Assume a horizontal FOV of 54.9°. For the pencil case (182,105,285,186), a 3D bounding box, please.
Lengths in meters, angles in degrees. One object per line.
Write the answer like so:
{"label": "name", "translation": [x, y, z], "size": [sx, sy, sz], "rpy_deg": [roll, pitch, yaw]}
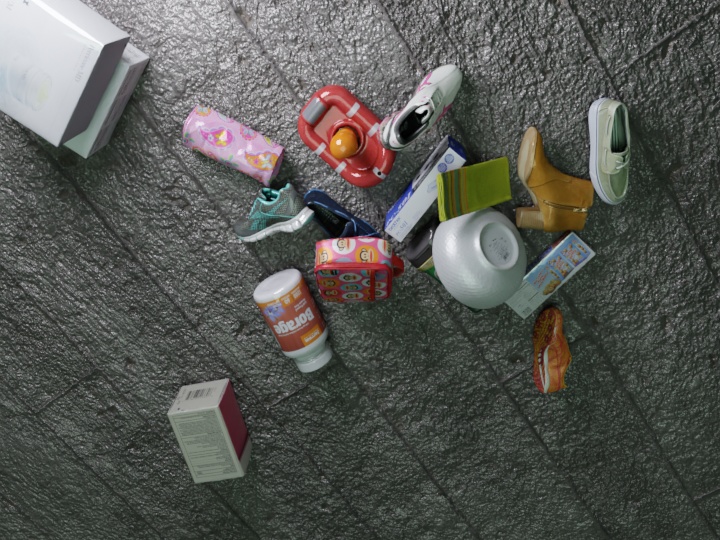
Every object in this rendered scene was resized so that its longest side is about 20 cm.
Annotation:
{"label": "pencil case", "translation": [-0.244, -0.239, 1.327], "size": [0.197, 0.088, 0.089], "rpy_deg": [24, 115, -6]}

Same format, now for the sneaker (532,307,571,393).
{"label": "sneaker", "translation": [0.411, 0.165, 1.474], "size": [0.075, 0.073, 0.204], "rpy_deg": [-11, 119, -14]}

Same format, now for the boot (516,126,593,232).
{"label": "boot", "translation": [0.374, -0.172, 1.318], "size": [0.140, 0.071, 0.206], "rpy_deg": [-2, 113, -4]}

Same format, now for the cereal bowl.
{"label": "cereal bowl", "translation": [0.238, -0.035, 1.309], "size": [0.198, 0.202, 0.083], "rpy_deg": [35, 150, -12]}

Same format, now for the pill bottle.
{"label": "pill bottle", "translation": [-0.135, 0.108, 1.459], "size": [0.110, 0.113, 0.203], "rpy_deg": [-20, 112, 14]}

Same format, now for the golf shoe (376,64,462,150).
{"label": "golf shoe", "translation": [0.120, -0.288, 1.237], "size": [0.200, 0.092, 0.073], "rpy_deg": [-48, 112, -7]}

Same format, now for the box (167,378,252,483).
{"label": "box", "translation": [-0.342, 0.370, 1.600], "size": [0.125, 0.109, 0.204], "rpy_deg": [-10, 114, 9]}

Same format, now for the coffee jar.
{"label": "coffee jar", "translation": [0.189, -0.012, 1.387], "size": [0.199, 0.086, 0.104], "rpy_deg": [37, 128, -12]}

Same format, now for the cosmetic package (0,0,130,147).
{"label": "cosmetic package", "translation": [-0.527, -0.355, 1.151], "size": [0.198, 0.124, 0.201], "rpy_deg": [32, 113, -12]}

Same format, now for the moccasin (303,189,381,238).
{"label": "moccasin", "translation": [-0.038, -0.077, 1.388], "size": [0.198, 0.069, 0.081], "rpy_deg": [33, 114, -11]}

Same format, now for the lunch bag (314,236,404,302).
{"label": "lunch bag", "translation": [0.000, 0.000, 1.363], "size": [0.172, 0.084, 0.201], "rpy_deg": [-1, 160, 1]}

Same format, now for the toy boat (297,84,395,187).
{"label": "toy boat", "translation": [-0.025, -0.237, 1.279], "size": [0.199, 0.131, 0.131], "rpy_deg": [39, 113, -13]}

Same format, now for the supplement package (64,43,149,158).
{"label": "supplement package", "translation": [-0.514, -0.346, 1.281], "size": [0.154, 0.111, 0.201], "rpy_deg": [32, 112, -10]}

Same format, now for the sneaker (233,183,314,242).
{"label": "sneaker", "translation": [-0.181, -0.118, 1.358], "size": [0.197, 0.078, 0.092], "rpy_deg": [-13, 116, 35]}

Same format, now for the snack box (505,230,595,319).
{"label": "snack box", "translation": [0.381, 0.009, 1.416], "size": [0.072, 0.024, 0.200], "rpy_deg": [38, 112, -12]}

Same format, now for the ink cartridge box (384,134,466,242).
{"label": "ink cartridge box", "translation": [0.121, -0.157, 1.324], "size": [0.044, 0.094, 0.201], "rpy_deg": [33, 113, -11]}

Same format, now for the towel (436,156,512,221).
{"label": "towel", "translation": [0.214, -0.152, 1.279], "size": [0.018, 0.197, 0.088], "rpy_deg": [12, 114, 48]}

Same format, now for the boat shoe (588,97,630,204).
{"label": "boat shoe", "translation": [0.463, -0.214, 1.275], "size": [0.071, 0.062, 0.204], "rpy_deg": [-23, 112, -12]}
